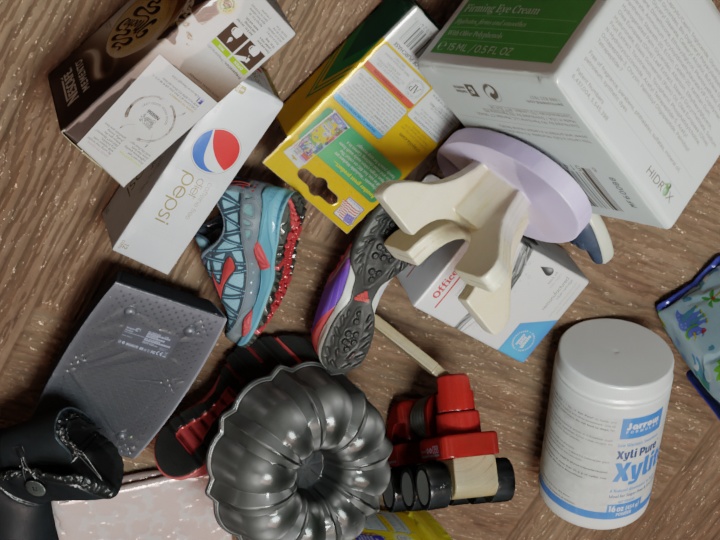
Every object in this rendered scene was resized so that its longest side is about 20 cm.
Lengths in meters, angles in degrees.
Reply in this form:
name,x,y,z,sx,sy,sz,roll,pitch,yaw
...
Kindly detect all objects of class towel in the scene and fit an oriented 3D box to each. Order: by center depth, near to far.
name,x,y,z,sx,sy,sz,roll,pitch,yaw
towel,-0.231,0.297,1.612,0.189,0.032,0.202,-11,124,-13

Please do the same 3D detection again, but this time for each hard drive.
name,x,y,z,sx,sy,sz,roll,pitch,yaw
hard drive,-0.230,0.091,1.460,0.134,0.043,0.201,19,121,-28

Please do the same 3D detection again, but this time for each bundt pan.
name,x,y,z,sx,sy,sz,roll,pitch,yaw
bundt pan,-0.050,0.196,1.478,0.200,0.076,0.205,-9,106,-31

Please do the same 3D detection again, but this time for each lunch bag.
name,x,y,z,sx,sy,sz,roll,pitch,yaw
lunch bag,0.434,0.112,1.642,0.127,0.171,0.200,-39,128,8

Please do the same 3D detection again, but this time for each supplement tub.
name,x,y,z,sx,sy,sz,roll,pitch,yaw
supplement tub,0.268,0.170,1.646,0.130,0.132,0.202,-7,125,-15

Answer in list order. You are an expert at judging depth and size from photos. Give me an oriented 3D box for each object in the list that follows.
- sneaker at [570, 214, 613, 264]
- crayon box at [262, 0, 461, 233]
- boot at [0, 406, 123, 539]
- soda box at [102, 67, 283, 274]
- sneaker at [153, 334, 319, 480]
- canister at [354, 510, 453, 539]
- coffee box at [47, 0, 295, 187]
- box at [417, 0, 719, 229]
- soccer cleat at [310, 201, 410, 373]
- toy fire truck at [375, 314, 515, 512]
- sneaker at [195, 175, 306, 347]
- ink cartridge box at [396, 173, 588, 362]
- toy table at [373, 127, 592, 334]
name,x,y,z,sx,sy,sz,roll,pitch,yaw
sneaker,0.177,-0.068,1.495,0.084,0.075,0.200,-37,117,5
crayon box,0.012,-0.147,1.395,0.200,0.052,0.125,-44,125,10
boot,-0.302,0.225,1.464,0.166,0.077,0.202,-9,121,27
soda box,-0.153,-0.100,1.356,0.063,0.068,0.201,25,111,-31
sneaker,-0.124,0.140,1.538,0.200,0.074,0.087,-40,161,-2
canister,-0.008,0.312,1.631,0.198,0.148,0.088,9,103,-22
coffee box,-0.164,-0.183,1.271,0.200,0.113,0.080,-41,126,9
box,0.203,-0.173,1.319,0.172,0.198,0.200,-52,123,-14
soccer cleat,0.000,0.000,1.479,0.068,0.073,0.202,12,110,-29
toy fire truck,0.066,0.148,1.568,0.127,0.176,0.203,-3,81,-17
sneaker,-0.113,-0.015,1.437,0.095,0.080,0.201,24,132,8
ink cartridge box,0.119,0.000,1.519,0.199,0.067,0.116,27,111,-31
toy table,0.105,-0.044,1.355,0.184,0.200,0.117,46,77,-14
